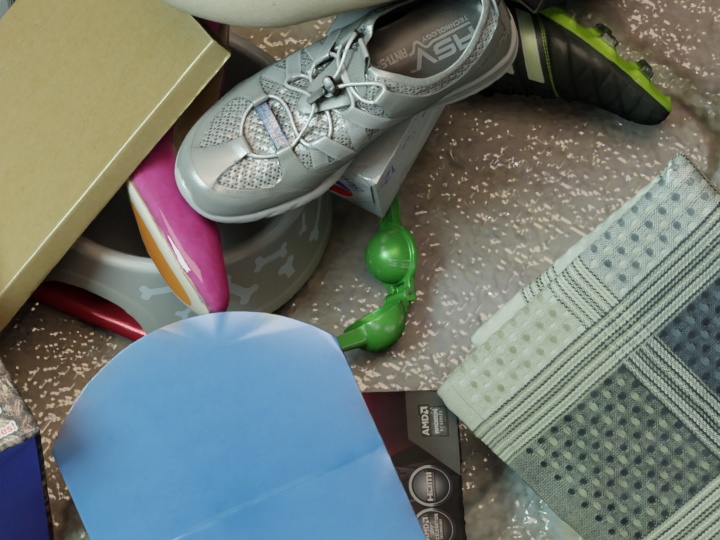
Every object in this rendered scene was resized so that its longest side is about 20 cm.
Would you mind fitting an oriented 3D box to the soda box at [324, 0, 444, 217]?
[{"bbox_3d":[0.029,-0.135,1.517,0.068,0.063,0.200,26,78,11],"label":"soda box"}]

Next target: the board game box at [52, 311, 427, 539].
[{"bbox_3d":[-0.060,0.121,1.437,0.158,0.039,0.200,-25,88,-2],"label":"board game box"}]

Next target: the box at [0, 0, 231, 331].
[{"bbox_3d":[-0.170,-0.081,1.489,0.200,0.021,0.164,-49,43,8],"label":"box"}]

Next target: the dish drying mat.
[{"bbox_3d":[-0.163,-0.012,1.569,0.200,0.018,0.077,23,61,7],"label":"dish drying mat"}]

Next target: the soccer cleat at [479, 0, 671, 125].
[{"bbox_3d":[0.086,-0.129,1.618,0.200,0.068,0.081,31,101,0],"label":"soccer cleat"}]

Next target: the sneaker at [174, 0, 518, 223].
[{"bbox_3d":[-0.011,-0.098,1.432,0.200,0.082,0.075,-33,76,-7],"label":"sneaker"}]

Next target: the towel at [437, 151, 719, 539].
[{"bbox_3d":[0.166,0.066,1.455,0.193,0.200,0.035,45,26,-2],"label":"towel"}]

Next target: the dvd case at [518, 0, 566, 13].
[{"bbox_3d":[0.070,-0.234,1.641,0.200,0.025,0.150,41,34,16],"label":"dvd case"}]

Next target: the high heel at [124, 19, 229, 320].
[{"bbox_3d":[-0.084,-0.061,1.490,0.096,0.067,0.200,-22,49,-8],"label":"high heel"}]

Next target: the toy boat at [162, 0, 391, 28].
[{"bbox_3d":[-0.023,-0.203,1.415,0.199,0.131,0.131,-15,108,-11],"label":"toy boat"}]

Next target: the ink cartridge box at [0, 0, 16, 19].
[{"bbox_3d":[-0.180,-0.248,1.581,0.147,0.200,0.145,-25,68,-14],"label":"ink cartridge box"}]

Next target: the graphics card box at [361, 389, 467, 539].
[{"bbox_3d":[-0.043,0.131,1.489,0.199,0.051,0.126,0,64,-4],"label":"graphics card box"}]

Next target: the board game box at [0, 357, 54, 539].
[{"bbox_3d":[-0.251,0.055,1.455,0.097,0.160,0.200,-26,69,-15],"label":"board game box"}]

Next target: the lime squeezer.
[{"bbox_3d":[0.000,0.000,1.555,0.071,0.038,0.200,27,60,-11],"label":"lime squeezer"}]

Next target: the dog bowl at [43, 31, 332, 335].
[{"bbox_3d":[-0.112,-0.058,1.557,0.199,0.059,0.201,3,57,-5],"label":"dog bowl"}]
